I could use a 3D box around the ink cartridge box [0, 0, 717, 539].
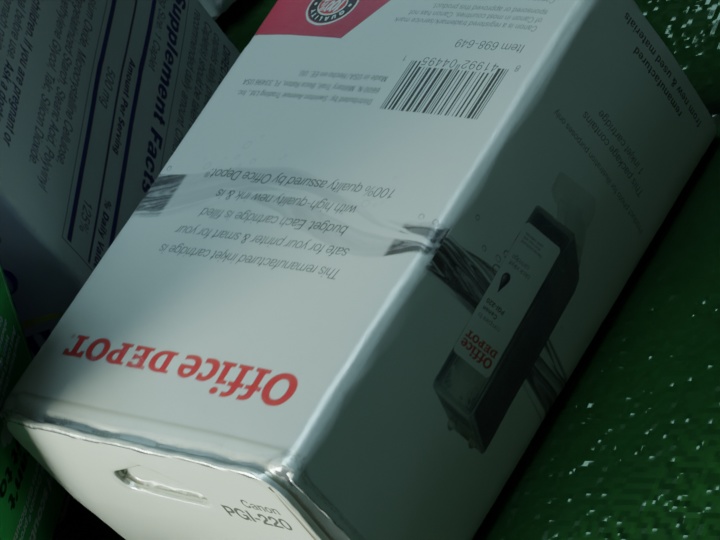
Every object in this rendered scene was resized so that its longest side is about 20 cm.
[{"bbox_3d":[0.000,0.000,0.948,0.145,0.085,0.200,8,56,47],"label":"ink cartridge box"}]

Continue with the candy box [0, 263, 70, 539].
[{"bbox_3d":[-0.196,0.027,0.960,0.168,0.201,0.077,5,53,15],"label":"candy box"}]

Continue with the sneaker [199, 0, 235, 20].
[{"bbox_3d":[-0.128,-0.112,1.202,0.199,0.076,0.081,-19,12,16],"label":"sneaker"}]

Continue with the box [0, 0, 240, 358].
[{"bbox_3d":[-0.143,-0.064,1.048,0.104,0.200,0.185,-20,40,25],"label":"box"}]
